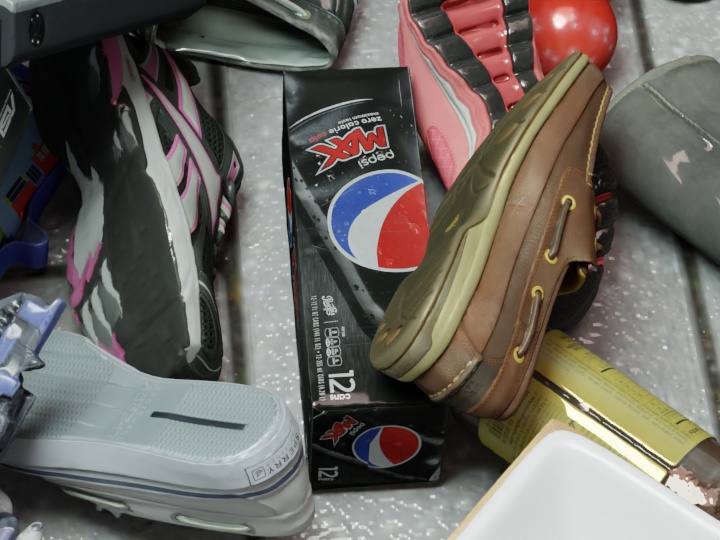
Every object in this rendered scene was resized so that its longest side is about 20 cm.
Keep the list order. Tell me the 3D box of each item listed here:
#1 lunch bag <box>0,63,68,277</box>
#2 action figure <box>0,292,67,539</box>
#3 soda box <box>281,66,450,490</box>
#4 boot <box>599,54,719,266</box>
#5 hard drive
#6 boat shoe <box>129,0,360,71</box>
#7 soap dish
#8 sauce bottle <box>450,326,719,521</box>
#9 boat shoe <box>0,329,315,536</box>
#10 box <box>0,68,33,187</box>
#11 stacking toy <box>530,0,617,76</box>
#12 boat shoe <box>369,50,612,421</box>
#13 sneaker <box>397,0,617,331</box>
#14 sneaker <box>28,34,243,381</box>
[{"bbox_3d":[-0.235,-0.057,1.292,0.200,0.094,0.151,26,53,6],"label":"lunch bag"},{"bbox_3d":[-0.194,0.084,1.166,0.193,0.105,0.200,37,90,17],"label":"action figure"},{"bbox_3d":[0.000,0.000,1.256,0.063,0.071,0.200,-3,53,-5],"label":"soda box"},{"bbox_3d":[0.178,-0.009,1.267,0.182,0.073,0.200,-27,63,-40],"label":"boot"},{"bbox_3d":[-0.170,-0.122,1.199,0.139,0.033,0.200,6,14,19],"label":"hard drive"},{"bbox_3d":[-0.100,-0.145,1.362,0.200,0.072,0.071,7,48,1],"label":"boat shoe"},{"bbox_3d":[0.084,0.178,1.110,0.157,0.081,0.200,32,62,21],"label":"soap dish"},{"bbox_3d":[0.132,0.096,1.193,0.200,0.065,0.065,37,60,23],"label":"sauce bottle"},{"bbox_3d":[-0.109,0.081,1.194,0.200,0.067,0.074,14,47,37],"label":"boat shoe"},{"bbox_3d":[-0.261,-0.009,1.144,0.193,0.048,0.200,8,61,18],"label":"box"},{"bbox_3d":[0.111,-0.181,1.400,0.085,0.085,0.200,3,59,1],"label":"stacking toy"},{"bbox_3d":[0.071,-0.014,1.204,0.068,0.072,0.200,36,52,-10],"label":"boat shoe"},{"bbox_3d":[0.067,-0.061,1.309,0.074,0.087,0.200,-14,78,-14],"label":"sneaker"},{"bbox_3d":[-0.088,-0.033,1.278,0.086,0.080,0.200,7,61,-40],"label":"sneaker"}]
